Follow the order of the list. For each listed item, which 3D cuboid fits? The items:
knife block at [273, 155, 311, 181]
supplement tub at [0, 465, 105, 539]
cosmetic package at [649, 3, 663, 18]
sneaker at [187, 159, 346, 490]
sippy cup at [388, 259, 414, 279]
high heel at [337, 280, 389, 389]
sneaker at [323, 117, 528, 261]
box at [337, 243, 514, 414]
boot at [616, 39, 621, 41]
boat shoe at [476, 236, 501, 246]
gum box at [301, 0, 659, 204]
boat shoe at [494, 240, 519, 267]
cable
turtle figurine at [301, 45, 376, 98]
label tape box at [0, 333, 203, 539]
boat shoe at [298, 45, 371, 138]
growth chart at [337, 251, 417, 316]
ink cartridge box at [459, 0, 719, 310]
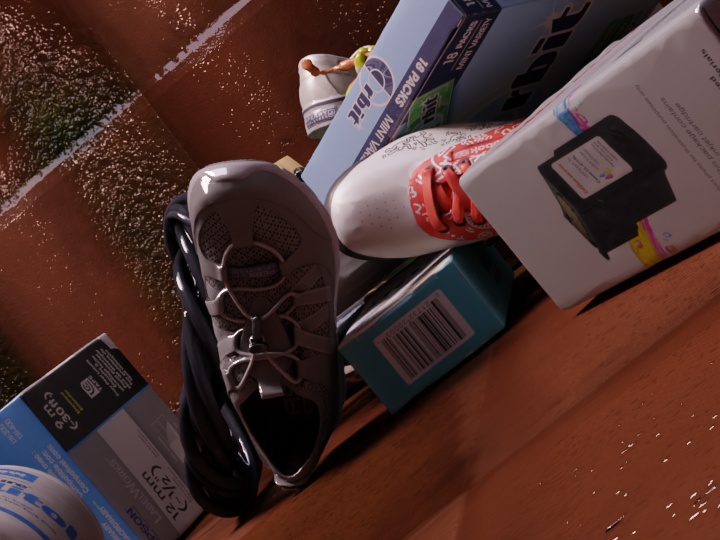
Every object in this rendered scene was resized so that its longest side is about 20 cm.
[{"bbox_3d":[-0.023,-0.002,1.302,0.064,0.200,0.176,-33,40,-15],"label":"knife block"},{"bbox_3d":[-0.211,0.181,0.973,0.132,0.132,0.200,-39,3,-2],"label":"supplement tub"},{"bbox_3d":[0.152,-0.175,1.256,0.071,0.200,0.101,-39,3,-30],"label":"cosmetic package"},{"bbox_3d":[-0.043,0.031,0.942,0.075,0.200,0.082,-10,37,9],"label":"sneaker"},{"bbox_3d":[0.073,-0.061,1.350,0.130,0.178,0.140,-28,-37,16],"label":"sippy cup"},{"bbox_3d":[0.003,0.046,1.253,0.142,0.072,0.200,-25,-2,5],"label":"high heel"},{"bbox_3d":[0.082,-0.051,0.932,0.201,0.067,0.108,-12,2,-7],"label":"sneaker"},{"bbox_3d":[0.043,0.022,1.037,0.082,0.049,0.200,-39,2,11],"label":"box"},{"bbox_3d":[0.229,-0.139,0.981,0.155,0.074,0.200,-40,14,2],"label":"boot"},{"bbox_3d":[0.134,-0.066,1.060,0.201,0.066,0.072,-37,-19,-42],"label":"boat shoe"},{"bbox_3d":[0.079,-0.119,1.040,0.200,0.045,0.170,-21,-26,-42],"label":"gum box"},{"bbox_3d":[0.056,-0.077,1.236,0.070,0.070,0.200,-29,43,0],"label":"boat shoe"},{"bbox_3d":[-0.093,0.050,1.049,0.051,0.200,0.163,-3,45,4],"label":"cable"},{"bbox_3d":[0.057,-0.128,1.181,0.161,0.065,0.200,-16,13,-15],"label":"turtle figurine"},{"bbox_3d":[-0.186,0.142,1.187,0.066,0.143,0.200,-39,2,22],"label":"label tape box"},{"bbox_3d":[0.018,-0.142,1.374,0.071,0.070,0.200,-18,-7,37],"label":"boat shoe"},{"bbox_3d":[0.000,0.000,1.071,0.145,0.018,0.200,-36,-8,-15],"label":"growth chart"},{"bbox_3d":[0.154,-0.078,0.761,0.146,0.083,0.200,-41,3,-29],"label":"ink cartridge box"}]
